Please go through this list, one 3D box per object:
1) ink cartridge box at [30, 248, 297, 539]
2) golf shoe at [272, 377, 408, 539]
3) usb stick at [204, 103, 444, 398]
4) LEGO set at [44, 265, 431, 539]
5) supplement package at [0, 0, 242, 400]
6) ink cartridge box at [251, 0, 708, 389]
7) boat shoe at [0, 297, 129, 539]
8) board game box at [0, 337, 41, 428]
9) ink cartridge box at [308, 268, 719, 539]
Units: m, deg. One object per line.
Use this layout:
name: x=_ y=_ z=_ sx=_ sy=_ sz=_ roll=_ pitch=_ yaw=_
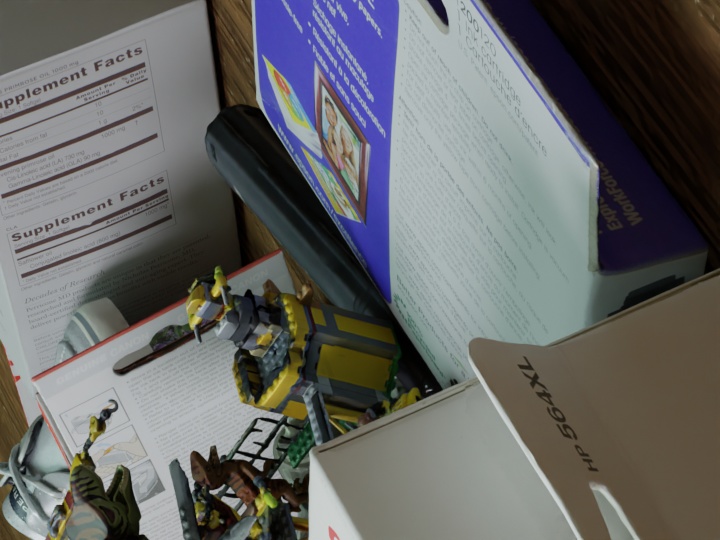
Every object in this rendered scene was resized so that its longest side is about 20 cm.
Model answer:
ink cartridge box: x=-0.066 y=0.058 z=0.959 sx=0.050 sy=0.109 sz=0.200 roll=57 pitch=170 yaw=36
golf shoe: x=0.002 y=0.121 z=0.843 sx=0.097 sy=0.078 sz=0.200 roll=65 pitch=-148 yaw=-54
usb stick: x=0.000 y=0.000 z=0.826 sx=0.055 sy=0.033 sz=0.200 roll=40 pitch=-175 yaw=-39
LEGO set: x=-0.069 y=0.093 z=0.730 sx=0.200 sy=0.116 sz=0.154 roll=-47 pitch=40 yaw=38
supplement package: x=-0.127 y=-0.061 z=1.038 sx=0.114 sy=0.110 sz=0.200 roll=55 pitch=161 yaw=36
ink cartridge box: x=0.026 y=-0.046 z=0.667 sx=0.198 sy=0.043 sz=0.200 roll=57 pitch=165 yaw=29
boat shoe: x=-0.122 y=0.100 z=1.061 sx=0.070 sy=0.071 sz=0.201 roll=51 pitch=152 yaw=39
board game box: x=-0.157 y=-0.001 z=1.242 sx=0.200 sy=0.046 sz=0.152 roll=-102 pitch=3 yaw=-46
ink cartridge box: x=0.069 y=0.103 z=0.588 sx=0.129 sy=0.125 sz=0.200 roll=58 pitch=162 yaw=27
